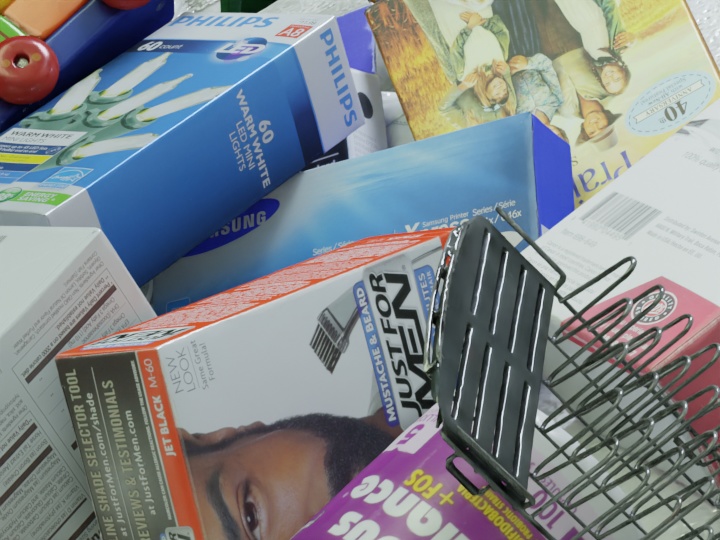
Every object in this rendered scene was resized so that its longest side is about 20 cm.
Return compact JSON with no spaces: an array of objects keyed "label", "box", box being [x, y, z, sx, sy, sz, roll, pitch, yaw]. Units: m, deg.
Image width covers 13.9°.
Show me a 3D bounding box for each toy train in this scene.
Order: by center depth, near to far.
[{"label":"toy train","box":[-0.140,-0.151,1.433,0.116,0.085,0.200,39,68,14]}]

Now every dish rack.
[{"label":"dish rack","box":[0.104,0.063,1.061,0.055,0.200,0.154,-37,22,27]}]

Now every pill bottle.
[{"label":"pill bottle","box":[0.007,0.145,1.108,0.200,0.112,0.112,-42,29,-21]}]

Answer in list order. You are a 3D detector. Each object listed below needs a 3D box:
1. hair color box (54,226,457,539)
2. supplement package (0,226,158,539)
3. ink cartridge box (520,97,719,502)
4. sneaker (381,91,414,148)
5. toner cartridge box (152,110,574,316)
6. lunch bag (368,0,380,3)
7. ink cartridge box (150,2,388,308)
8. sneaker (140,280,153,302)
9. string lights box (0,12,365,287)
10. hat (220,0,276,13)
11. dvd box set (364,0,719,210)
[{"label":"hair color box","box":[-0.024,0.059,1.208,0.064,0.111,0.200,-7,10,42]},{"label":"supplement package","box":[-0.148,0.104,1.240,0.151,0.200,0.151,2,41,48]},{"label":"ink cartridge box","box":[0.176,-0.009,1.227,0.200,0.085,0.146,-39,27,-11]},{"label":"sneaker","box":[0.041,-0.051,1.448,0.199,0.075,0.100,-25,26,12]},{"label":"toner cartridge box","box":[0.000,0.000,1.346,0.199,0.043,0.095,-15,62,25]},{"label":"lunch bag","box":[0.078,-0.209,1.599,0.160,0.076,0.200,-9,32,43]},{"label":"ink cartridge box","box":[-0.077,-0.024,1.456,0.198,0.043,0.201,-19,60,25]},{"label":"sneaker","box":[-0.159,0.039,1.414,0.070,0.081,0.200,-2,-10,-39]},{"label":"string lights box","box":[-0.101,-0.049,1.344,0.103,0.059,0.200,5,32,41]},{"label":"hat","box":[0.009,-0.218,1.635,0.175,0.201,0.166,-2,-10,-5]},{"label":"dvd box set","box":[0.096,-0.076,1.383,0.146,0.029,0.200,-27,56,11]}]
